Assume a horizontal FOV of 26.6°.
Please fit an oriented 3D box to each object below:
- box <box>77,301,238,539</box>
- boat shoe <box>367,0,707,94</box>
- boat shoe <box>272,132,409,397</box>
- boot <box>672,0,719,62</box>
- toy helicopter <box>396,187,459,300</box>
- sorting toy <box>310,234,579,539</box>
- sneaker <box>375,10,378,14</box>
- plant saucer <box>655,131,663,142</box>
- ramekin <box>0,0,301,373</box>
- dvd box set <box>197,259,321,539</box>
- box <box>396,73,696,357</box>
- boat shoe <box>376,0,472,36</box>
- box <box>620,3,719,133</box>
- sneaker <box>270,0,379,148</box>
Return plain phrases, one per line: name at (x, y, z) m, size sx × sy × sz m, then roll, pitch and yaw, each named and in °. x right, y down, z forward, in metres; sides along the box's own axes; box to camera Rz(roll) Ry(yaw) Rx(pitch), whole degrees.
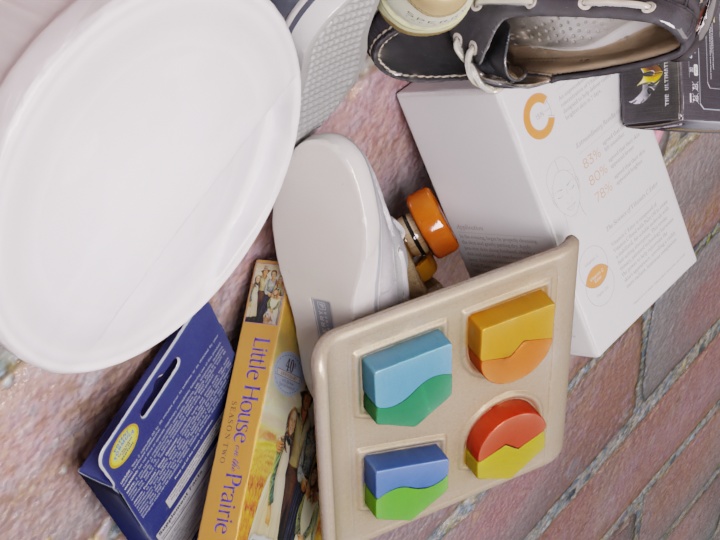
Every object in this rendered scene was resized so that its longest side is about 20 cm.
box at (-0.111, 0.110, 0.945) m, size 0.121 × 0.032 × 0.200 m, roll -58°, pitch 155°, yaw -26°
boat shoe at (0.085, -0.125, 0.801) m, size 0.074 × 0.199 × 0.061 m, roll 46°, pitch 48°, yaw -48°
boat shoe at (0.000, 0.000, 0.928) m, size 0.068 × 0.072 × 0.201 m, roll -41°, pitch 131°, yaw -42°
boot at (0.097, -0.203, 0.818) m, size 0.199 × 0.068 × 0.189 m, roll -7°, pitch 99°, yaw -24°
toy helicopter at (0.051, 0.029, 1.064) m, size 0.079 × 0.133 × 0.200 m, roll -28°, pitch 169°, yaw 5°
sorting toy at (0.060, 0.086, 0.952) m, size 0.199 × 0.036 × 0.186 m, roll -23°, pitch 133°, yaw -24°
sneaker at (0.057, -0.199, 0.904) m, size 0.200 × 0.078 × 0.112 m, roll -33°, pitch 148°, yaw -21°
plant saucer at (0.174, -0.106, 1.189) m, size 0.200 × 0.051 × 0.201 m, roll -40°, pitch 147°, yaw -33°
ramekin at (-0.127, -0.060, 0.711) m, size 0.202 × 0.094 × 0.203 m, roll -38°, pitch 145°, yaw -33°
dvd box set at (-0.047, 0.109, 0.985) m, size 0.146 × 0.029 × 0.201 m, roll 41°, pitch 57°, yaw -63°
box at (0.129, -0.061, 1.028) m, size 0.124 × 0.097 × 0.201 m, roll -38°, pitch 117°, yaw -32°
boat shoe at (0.032, -0.219, 0.746) m, size 0.074 × 0.066 × 0.201 m, roll -10°, pitch 93°, yaw -9°
box at (0.237, -0.195, 1.026) m, size 0.158 × 0.048 × 0.201 m, roll -4°, pitch 92°, yaw -45°
sneaker at (-0.043, -0.126, 0.811) m, size 0.078 × 0.079 × 0.200 m, roll -42°, pitch 173°, yaw -22°
